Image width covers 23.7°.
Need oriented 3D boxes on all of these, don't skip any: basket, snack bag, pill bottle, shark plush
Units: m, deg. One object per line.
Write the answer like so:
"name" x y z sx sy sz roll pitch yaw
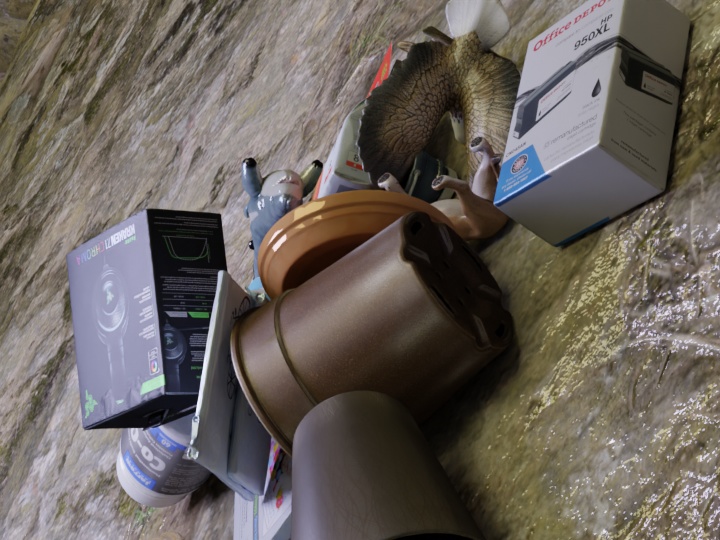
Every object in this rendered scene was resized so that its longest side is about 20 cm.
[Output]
"basket" 0.012 0.205 1.432 0.179 0.136 0.201 -26 36 8
"snack bag" -0.113 0.109 1.638 0.021 0.200 0.190 4 72 15
"pill bottle" -0.204 0.182 1.909 0.200 0.113 0.114 124 163 -53
"shark plush" -0.107 -0.047 1.918 0.200 0.090 0.084 125 144 -45

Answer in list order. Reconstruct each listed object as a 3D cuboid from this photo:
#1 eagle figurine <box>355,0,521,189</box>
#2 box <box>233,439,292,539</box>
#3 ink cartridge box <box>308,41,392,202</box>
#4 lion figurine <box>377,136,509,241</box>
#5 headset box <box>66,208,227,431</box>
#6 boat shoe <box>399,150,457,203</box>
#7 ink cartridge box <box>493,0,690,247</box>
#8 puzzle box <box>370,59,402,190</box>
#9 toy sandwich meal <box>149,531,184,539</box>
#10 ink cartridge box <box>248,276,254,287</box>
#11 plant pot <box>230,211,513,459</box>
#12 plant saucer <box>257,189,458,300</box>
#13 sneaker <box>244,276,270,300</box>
"eagle figurine" 0.098 -0.171 1.756 0.151 0.151 0.201 -25 28 36
"box" -0.066 0.207 1.702 0.200 0.041 0.156 -55 23 31
"ink cartridge box" -0.017 -0.130 1.848 0.163 0.050 0.201 117 163 -54
"lion figurine" 0.085 -0.049 1.680 0.199 0.123 0.073 -14 38 39
"headset box" -0.211 0.059 1.731 0.174 0.092 0.202 -23 70 49
"boat shoe" 0.023 -0.038 1.817 0.200 0.062 0.075 -52 23 17
"ink cartridge box" 0.208 -0.143 1.541 0.144 0.084 0.201 -31 36 47
"puzzle box" 0.012 -0.120 1.899 0.200 0.025 0.134 117 168 -52
"toy sandwich meal" -0.210 0.366 1.812 0.205 0.070 0.206 -49 26 34
"ink cartridge box" -0.126 0.072 1.991 0.099 0.039 0.201 -28 28 51
"plant pot" 0.020 0.063 1.568 0.198 0.200 0.201 -38 30 23
"plant saucer" 0.000 0.000 1.656 0.200 0.199 0.038 -41 40 36
"sneaker" -0.144 0.040 1.848 0.080 0.130 0.200 -56 13 22
